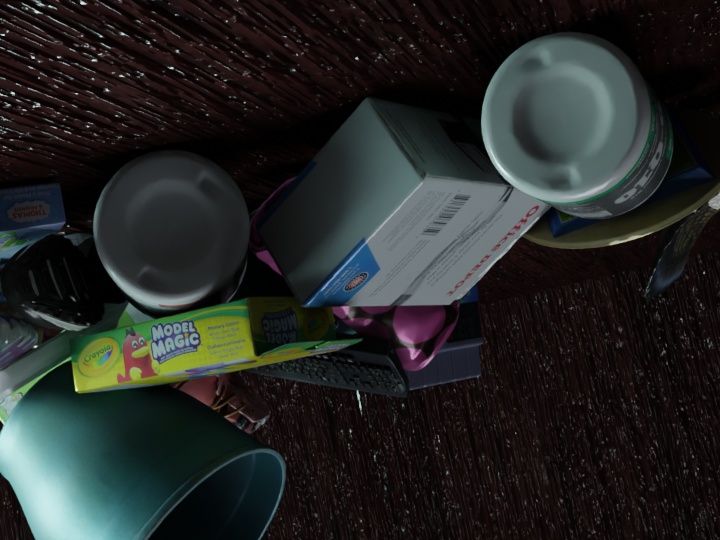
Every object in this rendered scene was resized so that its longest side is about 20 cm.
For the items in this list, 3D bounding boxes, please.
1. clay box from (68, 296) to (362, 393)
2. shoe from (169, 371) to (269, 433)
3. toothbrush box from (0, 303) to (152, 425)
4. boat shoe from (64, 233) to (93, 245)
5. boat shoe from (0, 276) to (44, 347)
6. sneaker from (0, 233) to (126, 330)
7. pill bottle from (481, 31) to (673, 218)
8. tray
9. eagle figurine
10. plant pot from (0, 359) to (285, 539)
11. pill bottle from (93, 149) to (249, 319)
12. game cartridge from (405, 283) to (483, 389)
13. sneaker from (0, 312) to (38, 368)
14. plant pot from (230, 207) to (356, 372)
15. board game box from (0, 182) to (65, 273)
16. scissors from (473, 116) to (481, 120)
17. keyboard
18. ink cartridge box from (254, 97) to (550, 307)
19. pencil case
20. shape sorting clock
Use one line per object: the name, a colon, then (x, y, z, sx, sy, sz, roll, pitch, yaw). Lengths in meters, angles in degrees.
clay box: (-0.108, 0.054, 0.976, 0.199, 0.048, 0.115, -14, 173, 28)
shoe: (-0.140, 0.122, 1.232, 0.071, 0.091, 0.200, -41, 172, 1)
toothbrush box: (-0.240, 0.092, 1.244, 0.200, 0.086, 0.146, -41, 172, 1)
boat shoe: (-0.258, 0.009, 1.252, 0.071, 0.063, 0.200, -13, 173, 8)
boat shoe: (-0.353, 0.048, 1.072, 0.199, 0.073, 0.072, -9, 174, -36)
sneaker: (-0.243, 0.017, 1.007, 0.079, 0.074, 0.200, -19, 180, 4)
pill bottle: (0.163, -0.096, 0.920, 0.112, 0.114, 0.200, -14, 173, 19)
tray: (-0.270, 0.077, 1.067, 0.107, 0.022, 0.200, -32, -176, 26)
eagle figurine: (0.326, -0.077, 1.193, 0.199, 0.152, 0.151, -25, 178, 31)
plant pot: (-0.197, 0.175, 1.075, 0.200, 0.188, 0.201, -42, 154, -26)
pill bottle: (-0.145, -0.019, 1.012, 0.113, 0.115, 0.200, -11, 173, -8)
game cartridge: (0.062, 0.011, 1.249, 0.129, 0.202, 0.038, -6, 180, -38)
sneaker: (-0.312, 0.036, 0.973, 0.080, 0.089, 0.200, -37, 171, -2)
plant pot: (-0.026, 0.000, 1.291, 0.199, 0.142, 0.141, -15, 176, -36)
board game box: (-0.322, -0.022, 1.006, 0.150, 0.037, 0.200, -9, 172, -23)
scissors: (0.023, -0.096, 1.091, 0.073, 0.014, 0.200, -7, 172, -35)
keyboard: (-0.056, 0.066, 1.156, 0.199, 0.021, 0.127, 5, 139, 31)
ink cartridge box: (0.040, -0.047, 0.998, 0.145, 0.084, 0.199, -47, 153, 27)
pencil case: (0.000, 0.000, 1.130, 0.094, 0.200, 0.091, -51, -155, 1)
shape sorting clock: (0.218, -0.078, 1.081, 0.199, 0.039, 0.200, -23, -152, 13)
